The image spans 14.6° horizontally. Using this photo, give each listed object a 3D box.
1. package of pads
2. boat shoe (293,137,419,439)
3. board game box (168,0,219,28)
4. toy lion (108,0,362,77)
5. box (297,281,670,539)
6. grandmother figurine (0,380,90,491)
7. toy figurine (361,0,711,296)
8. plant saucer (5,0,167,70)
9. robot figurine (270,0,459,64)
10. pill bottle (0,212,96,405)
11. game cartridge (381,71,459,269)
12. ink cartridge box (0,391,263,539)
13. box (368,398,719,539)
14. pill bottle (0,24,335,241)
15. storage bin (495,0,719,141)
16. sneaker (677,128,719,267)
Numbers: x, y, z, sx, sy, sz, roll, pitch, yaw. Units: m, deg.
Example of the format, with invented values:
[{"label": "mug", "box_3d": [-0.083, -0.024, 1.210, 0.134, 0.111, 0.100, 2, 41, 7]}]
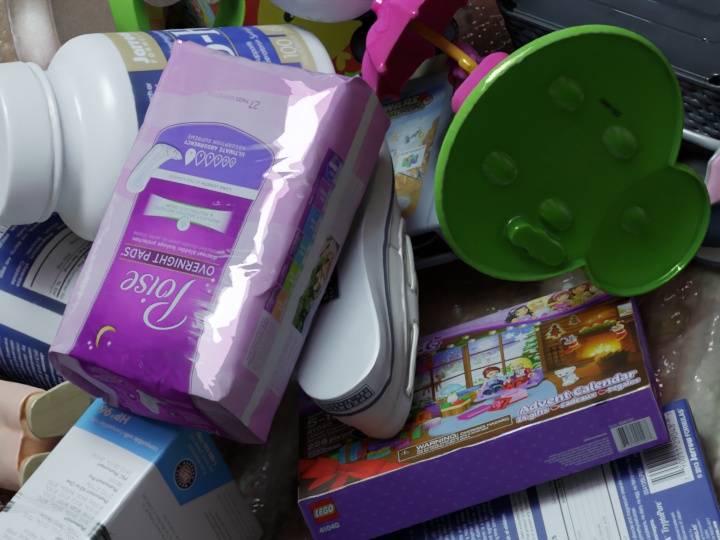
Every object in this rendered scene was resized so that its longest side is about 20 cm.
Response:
[{"label": "package of pads", "box_3d": [-0.075, -0.018, 1.496, 0.120, 0.076, 0.201, 13, 73, 30]}, {"label": "boat shoe", "box_3d": [0.000, 0.000, 1.541, 0.072, 0.066, 0.201, -23, 50, 18]}, {"label": "board game box", "box_3d": [-0.098, -0.230, 1.874, 0.105, 0.103, 0.200, -36, 45, -9]}, {"label": "toy lion", "box_3d": [-0.061, -0.175, 1.740, 0.200, 0.192, 0.069, -37, 43, -25]}, {"label": "box", "box_3d": [0.063, 0.075, 1.540, 0.199, 0.039, 0.137, -19, 25, 7]}, {"label": "grandmother figurine", "box_3d": [-0.239, 0.091, 1.663, 0.199, 0.060, 0.122, 13, 89, 46]}, {"label": "toy figurine", "box_3d": [0.082, -0.093, 1.555, 0.150, 0.200, 0.184, -49, 41, 7]}, {"label": "plant saucer", "box_3d": [-0.176, -0.192, 1.842, 0.034, 0.201, 0.200, -4, 34, -32]}, {"label": "robot figurine", "box_3d": [0.014, -0.214, 1.650, 0.199, 0.125, 0.150, -20, 61, -43]}, {"label": "pill bottle", "box_3d": [-0.152, 0.027, 1.660, 0.199, 0.111, 0.111, 20, 61, 36]}, {"label": "game cartridge", "box_3d": [0.012, -0.053, 1.678, 0.199, 0.042, 0.134, -15, 48, 33]}, {"label": "ink cartridge box", "box_3d": [-0.152, 0.173, 1.523, 0.068, 0.116, 0.200, 21, 60, 37]}, {"label": "box", "box_3d": [0.094, 0.149, 1.493, 0.199, 0.032, 0.122, -18, 44, 7]}, {"label": "pill bottle", "box_3d": [-0.120, -0.078, 1.614, 0.199, 0.120, 0.120, -5, 38, -25]}, {"label": "storage bin", "box_3d": [0.196, -0.147, 1.674, 0.199, 0.094, 0.135, 25, 64, 37]}, {"label": "sneaker", "box_3d": [0.148, -0.063, 1.625, 0.199, 0.082, 0.070, 11, 54, 34]}]
